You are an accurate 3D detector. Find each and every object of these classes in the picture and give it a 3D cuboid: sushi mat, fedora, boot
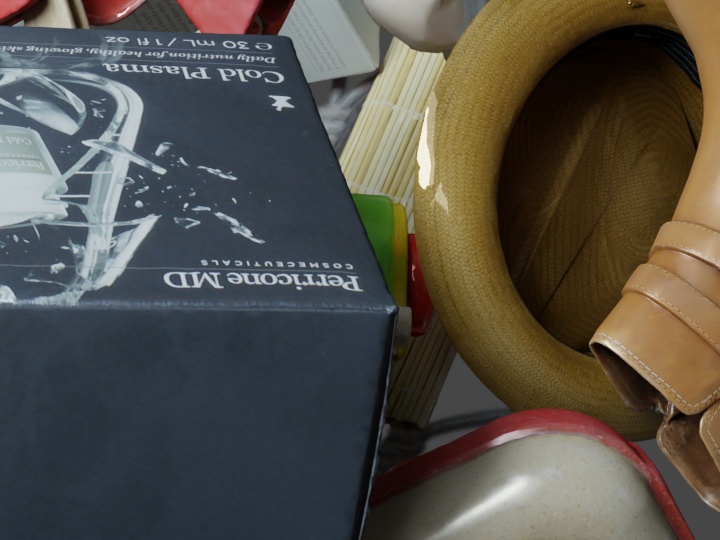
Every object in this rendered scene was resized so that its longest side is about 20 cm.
[{"bbox_3d":[0.024,-0.028,1.107,0.095,0.012,0.201,13,69,29],"label":"sushi mat"},{"bbox_3d":[0.090,-0.028,1.012,0.082,0.200,0.202,-14,50,60],"label":"fedora"},{"bbox_3d":[0.138,-0.022,0.952,0.155,0.074,0.200,-39,93,-17],"label":"boot"}]

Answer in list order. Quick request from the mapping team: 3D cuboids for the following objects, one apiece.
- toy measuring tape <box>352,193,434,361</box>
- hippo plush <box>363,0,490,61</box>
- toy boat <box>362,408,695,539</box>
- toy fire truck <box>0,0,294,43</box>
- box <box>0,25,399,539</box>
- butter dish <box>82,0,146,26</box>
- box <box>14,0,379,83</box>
[{"bbox_3d":[0.000,0.000,0.987,0.073,0.200,0.074,0,86,-4],"label":"toy measuring tape"},{"bbox_3d":[0.076,-0.189,1.075,0.199,0.160,0.161,-25,52,3],"label":"hippo plush"},{"bbox_3d":[0.028,0.119,0.977,0.199,0.131,0.131,-26,25,9],"label":"toy boat"},{"bbox_3d":[-0.128,-0.093,1.020,0.141,0.049,0.200,42,112,5],"label":"toy fire truck"},{"bbox_3d":[-0.108,0.009,0.895,0.199,0.125,0.197,0,33,-15],"label":"box"},{"bbox_3d":[-0.125,-0.237,1.085,0.200,0.148,0.200,-47,51,-12],"label":"butter dish"},{"bbox_3d":[-0.096,-0.151,1.171,0.199,0.098,0.125,-8,55,20],"label":"box"}]
